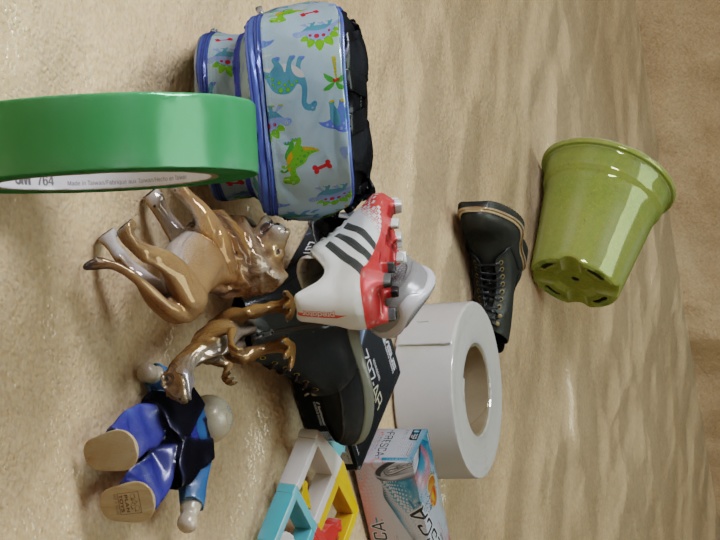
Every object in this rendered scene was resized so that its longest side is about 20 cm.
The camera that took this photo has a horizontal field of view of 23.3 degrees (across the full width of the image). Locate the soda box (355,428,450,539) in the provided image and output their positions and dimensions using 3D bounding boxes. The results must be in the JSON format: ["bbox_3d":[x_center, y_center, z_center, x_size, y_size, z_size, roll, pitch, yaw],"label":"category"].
[{"bbox_3d":[0.049,0.264,1.821,0.064,0.068,0.201,-60,143,-55],"label":"soda box"}]

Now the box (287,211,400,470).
[{"bbox_3d":[-0.023,0.069,1.699,0.160,0.043,0.201,-63,144,-52],"label":"box"}]

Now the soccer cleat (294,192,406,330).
[{"bbox_3d":[-0.008,-0.011,1.430,0.200,0.085,0.069,-81,166,-63],"label":"soccer cleat"}]

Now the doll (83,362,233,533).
[{"bbox_3d":[-0.148,0.138,1.348,0.200,0.048,0.137,-35,110,-72],"label":"doll"}]

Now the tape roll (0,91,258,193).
[{"bbox_3d":[-0.165,-0.080,1.121,0.200,0.199,0.048,1,86,-69],"label":"tape roll"}]

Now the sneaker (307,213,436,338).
[{"bbox_3d":[0.000,0.000,1.550,0.082,0.200,0.075,37,90,-25],"label":"sneaker"}]

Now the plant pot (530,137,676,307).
[{"bbox_3d":[0.329,-0.057,2.483,0.201,0.199,0.185,58,46,-52],"label":"plant pot"}]

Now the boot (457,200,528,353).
[{"bbox_3d":[0.163,0.008,2.168,0.200,0.077,0.139,47,49,-58],"label":"boot"}]

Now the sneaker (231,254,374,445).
[{"bbox_3d":[-0.055,0.082,1.552,0.106,0.075,0.201,-22,121,-21],"label":"sneaker"}]

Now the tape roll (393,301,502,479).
[{"bbox_3d":[0.101,0.135,1.979,0.202,0.070,0.204,-3,90,-69],"label":"tape roll"}]

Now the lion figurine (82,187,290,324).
[{"bbox_3d":[-0.131,-0.003,1.337,0.123,0.072,0.200,54,35,-9],"label":"lion figurine"}]

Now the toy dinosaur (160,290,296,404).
[{"bbox_3d":[-0.100,0.046,1.396,0.200,0.106,0.061,-43,125,-67],"label":"toy dinosaur"}]

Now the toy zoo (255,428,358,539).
[{"bbox_3d":[-0.049,0.240,1.603,0.131,0.020,0.201,67,36,-43],"label":"toy zoo"}]

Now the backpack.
[{"bbox_3d":[-0.062,-0.129,1.442,0.200,0.146,0.184,-118,-158,-84],"label":"backpack"}]
